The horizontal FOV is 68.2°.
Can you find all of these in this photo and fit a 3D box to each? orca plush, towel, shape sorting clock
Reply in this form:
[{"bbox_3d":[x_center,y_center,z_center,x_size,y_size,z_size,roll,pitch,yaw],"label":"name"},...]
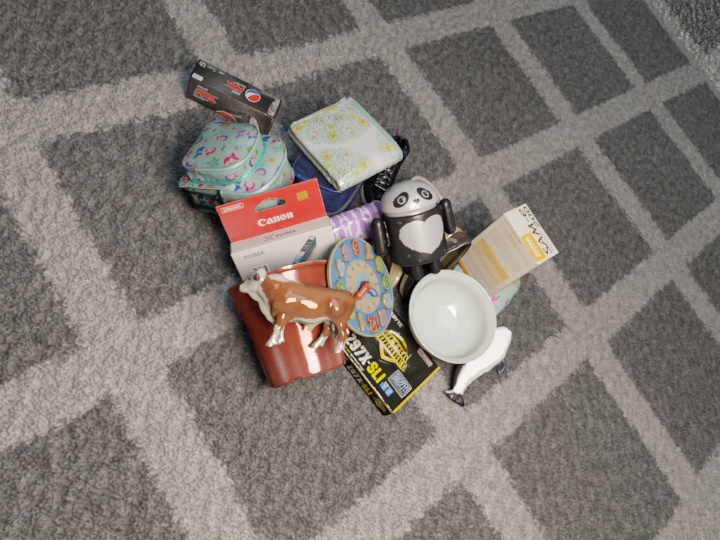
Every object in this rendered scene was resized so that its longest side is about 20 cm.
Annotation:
[{"bbox_3d":[0.265,0.211,1.192,0.105,0.071,0.200,25,80,7],"label":"orca plush"},{"bbox_3d":[-0.033,-0.270,1.127,0.171,0.048,0.200,-33,69,-21],"label":"towel"},{"bbox_3d":[0.006,0.030,1.034,0.200,0.039,0.201,21,63,-50],"label":"shape sorting clock"}]

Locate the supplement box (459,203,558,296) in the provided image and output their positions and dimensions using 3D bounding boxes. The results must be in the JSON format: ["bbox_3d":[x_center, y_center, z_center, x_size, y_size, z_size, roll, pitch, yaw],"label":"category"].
[{"bbox_3d":[0.310,-0.036,1.153,0.073,0.200,0.126,-24,78,-31],"label":"supplement box"}]

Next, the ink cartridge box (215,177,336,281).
[{"bbox_3d":[-0.154,-0.067,1.023,0.200,0.176,0.045,-17,40,-2],"label":"ink cartridge box"}]

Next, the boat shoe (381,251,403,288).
[{"bbox_3d":[0.071,-0.048,1.218,0.065,0.072,0.200,19,56,-11],"label":"boat shoe"}]

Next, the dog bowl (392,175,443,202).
[{"bbox_3d":[0.149,-0.132,1.248,0.200,0.059,0.200,33,42,-36],"label":"dog bowl"}]

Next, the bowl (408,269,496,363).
[{"bbox_3d":[0.183,0.106,1.146,0.201,0.090,0.202,5,71,-15],"label":"bowl"}]

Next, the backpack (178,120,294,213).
[{"bbox_3d":[-0.237,-0.199,1.052,0.200,0.151,0.178,13,57,12],"label":"backpack"}]

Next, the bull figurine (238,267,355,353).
[{"bbox_3d":[-0.104,0.067,0.881,0.200,0.065,0.122,9,87,-15],"label":"bull figurine"}]

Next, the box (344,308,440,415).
[{"bbox_3d":[0.049,0.176,1.119,0.160,0.049,0.200,-35,86,-31],"label":"box"}]

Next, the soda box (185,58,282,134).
[{"bbox_3d":[-0.284,-0.388,1.200,0.200,0.071,0.063,24,59,-14],"label":"soda box"}]

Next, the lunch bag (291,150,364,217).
[{"bbox_3d":[-0.066,-0.216,1.193,0.136,0.132,0.200,26,58,7],"label":"lunch bag"}]

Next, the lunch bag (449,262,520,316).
[{"bbox_3d":[0.279,0.034,1.272,0.160,0.077,0.200,47,57,2],"label":"lunch bag"}]

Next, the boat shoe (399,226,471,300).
[{"bbox_3d":[0.167,-0.008,1.184,0.072,0.200,0.065,34,10,-45],"label":"boat shoe"}]

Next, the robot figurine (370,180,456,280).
[{"bbox_3d":[0.111,-0.084,1.093,0.150,0.125,0.200,-36,118,-50],"label":"robot figurine"}]

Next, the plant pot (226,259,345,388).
[{"bbox_3d":[-0.126,0.104,0.996,0.200,0.201,0.196,-14,83,-29],"label":"plant pot"}]

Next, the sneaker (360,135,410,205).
[{"bbox_3d":[0.062,-0.246,1.274,0.073,0.112,0.200,24,60,-12],"label":"sneaker"}]

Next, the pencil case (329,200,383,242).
[{"bbox_3d":[-0.030,-0.082,1.142,0.200,0.084,0.086,-24,84,-13],"label":"pencil case"}]

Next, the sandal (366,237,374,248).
[{"bbox_3d":[0.000,0.000,1.152,0.054,0.080,0.200,31,50,-35],"label":"sandal"}]
